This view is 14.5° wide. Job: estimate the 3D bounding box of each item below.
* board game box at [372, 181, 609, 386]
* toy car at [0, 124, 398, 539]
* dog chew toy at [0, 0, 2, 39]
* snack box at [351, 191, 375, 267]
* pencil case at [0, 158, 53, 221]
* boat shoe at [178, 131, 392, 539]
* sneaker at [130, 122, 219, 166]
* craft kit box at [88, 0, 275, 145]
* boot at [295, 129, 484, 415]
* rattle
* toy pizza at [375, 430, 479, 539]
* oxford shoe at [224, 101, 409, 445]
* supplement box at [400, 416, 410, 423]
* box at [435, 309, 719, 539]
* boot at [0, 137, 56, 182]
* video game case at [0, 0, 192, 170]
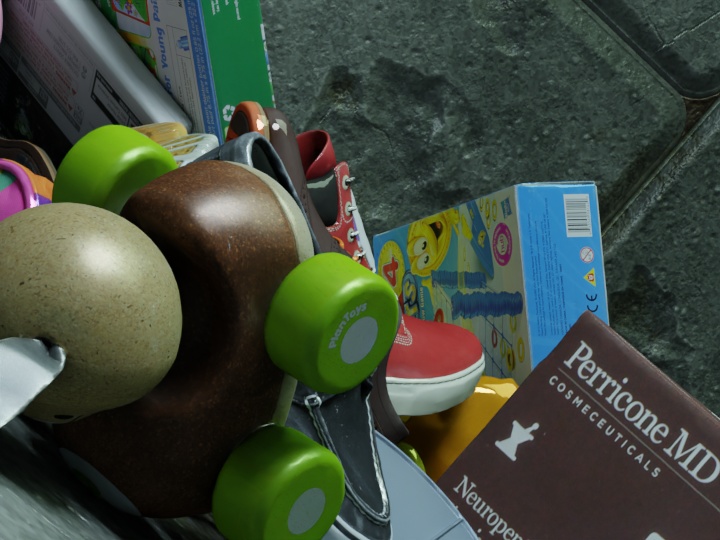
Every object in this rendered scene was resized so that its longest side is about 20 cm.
[{"bbox_3d":[0.080,0.060,1.700,0.056,0.200,0.196,-1,-8,-25],"label":"board game box"},{"bbox_3d":[-0.117,0.034,1.146,0.164,0.158,0.200,30,22,35],"label":"toy car"},{"bbox_3d":[-0.289,-0.152,1.556,0.125,0.125,0.200,43,12,33],"label":"dog chew toy"},{"bbox_3d":[-0.006,0.038,1.800,0.072,0.024,0.200,-14,85,-55],"label":"snack box"},{"bbox_3d":[-0.126,0.024,1.336,0.200,0.088,0.088,38,4,-45],"label":"pencil case"},{"bbox_3d":[-0.024,0.034,1.253,0.072,0.068,0.200,1,63,-64],"label":"boat shoe"},{"bbox_3d":[-0.103,-0.024,1.438,0.200,0.076,0.088,-116,-164,-81],"label":"sneaker"},{"bbox_3d":[-0.120,-0.110,1.599,0.197,0.049,0.200,19,-56,48],"label":"craft kit box"},{"bbox_3d":[0.000,0.000,1.505,0.200,0.144,0.072,3,12,-44],"label":"boot"},{"bbox_3d":[0.015,0.103,1.504,0.130,0.143,0.200,64,8,31],"label":"rattle"},{"bbox_3d":[0.004,0.145,1.290,0.200,0.032,0.200,40,25,-23],"label":"toy pizza"},{"bbox_3d":[-0.022,0.005,1.407,0.071,0.073,0.200,-133,-151,-63],"label":"oxford shoe"},{"bbox_3d":[-0.055,0.045,1.685,0.200,0.110,0.109,43,4,32],"label":"supplement box"},{"bbox_3d":[0.133,0.165,1.428,0.166,0.200,0.164,43,3,40],"label":"box"},{"bbox_3d":[-0.168,-0.020,1.514,0.097,0.075,0.200,35,4,-37],"label":"boot"},{"bbox_3d":[-0.174,-0.088,1.635,0.200,0.023,0.182,50,-36,25],"label":"video game case"}]
